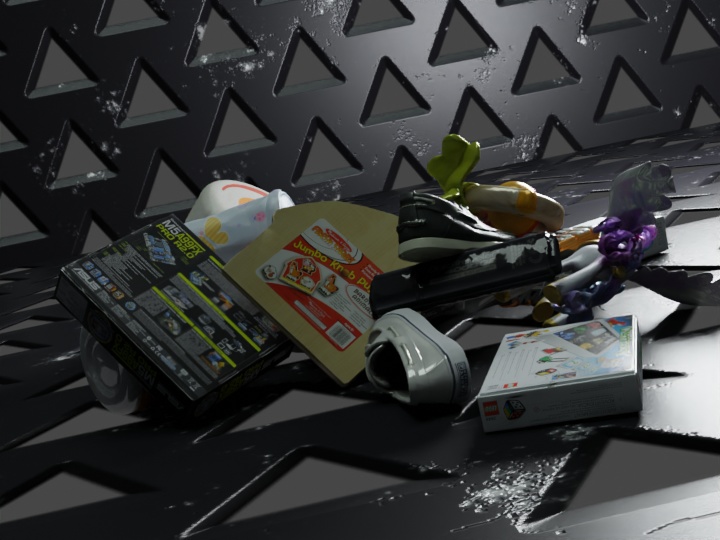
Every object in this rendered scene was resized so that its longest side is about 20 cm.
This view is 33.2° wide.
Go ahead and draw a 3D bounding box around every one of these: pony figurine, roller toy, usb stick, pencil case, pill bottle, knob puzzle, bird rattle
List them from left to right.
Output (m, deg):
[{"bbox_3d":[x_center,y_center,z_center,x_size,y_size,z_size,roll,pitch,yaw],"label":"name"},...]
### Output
[{"bbox_3d":[-0.193,0.076,1.313,0.199,0.113,0.112,-17,10,-39],"label":"pill bottle"},{"bbox_3d":[-0.160,-0.025,1.383,0.199,0.084,0.091,-18,-18,8],"label":"pencil case"},{"bbox_3d":[-0.155,-0.030,1.624,0.199,0.140,0.183,7,32,-46],"label":"roller toy"},{"bbox_3d":[-0.019,0.008,1.265,0.218,0.220,0.031,-15,-27,-24],"label":"knob puzzle"},{"bbox_3d":[0.101,0.007,1.199,0.199,0.033,0.056,-15,47,19],"label":"usb stick"},{"bbox_3d":[0.159,-0.066,1.408,0.162,0.113,0.200,10,-15,35],"label":"bird rattle"},{"bbox_3d":[0.259,-0.011,1.236,0.199,0.167,0.193,-33,13,-21],"label":"pony figurine"}]

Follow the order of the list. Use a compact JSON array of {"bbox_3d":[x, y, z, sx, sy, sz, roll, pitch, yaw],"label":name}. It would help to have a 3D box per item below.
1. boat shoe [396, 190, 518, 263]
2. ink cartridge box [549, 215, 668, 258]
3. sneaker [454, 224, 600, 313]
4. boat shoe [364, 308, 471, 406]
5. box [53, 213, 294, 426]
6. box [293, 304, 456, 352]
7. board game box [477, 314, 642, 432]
[{"bbox_3d":[0.108,-0.041,1.260,0.072,0.068,0.199,-21,-18,35],"label":"boat shoe"},{"bbox_3d":[0.292,-0.026,1.563,0.199,0.051,0.109,-18,11,-35],"label":"ink cartridge box"},{"bbox_3d":[0.197,0.012,1.359,0.199,0.078,0.078,-21,10,-19],"label":"sneaker"},{"bbox_3d":[0.036,0.085,1.111,0.065,0.072,0.200,-9,15,-17],"label":"boat shoe"},{"bbox_3d":[-0.186,0.045,1.229,0.160,0.200,0.044,-32,-22,-45],"label":"box"},{"bbox_3d":[-0.003,0.048,1.423,0.160,0.045,0.199,-4,11,44],"label":"box"},{"bbox_3d":[0.175,0.084,1.026,0.125,0.035,0.200,-10,8,15],"label":"board game box"}]
